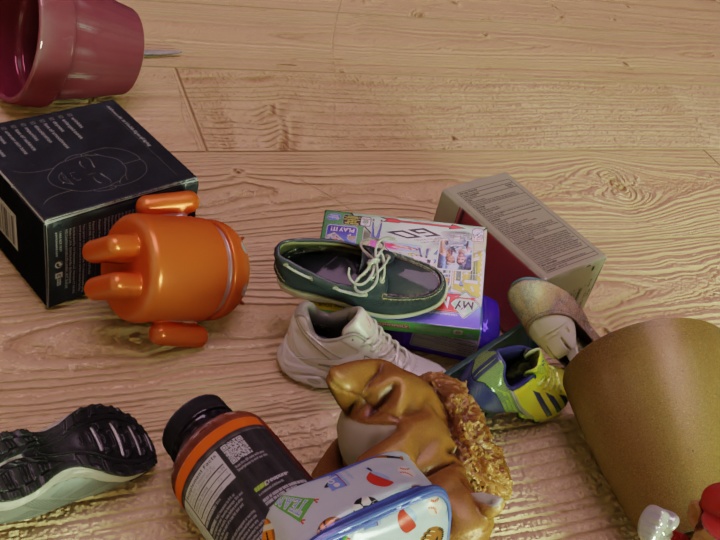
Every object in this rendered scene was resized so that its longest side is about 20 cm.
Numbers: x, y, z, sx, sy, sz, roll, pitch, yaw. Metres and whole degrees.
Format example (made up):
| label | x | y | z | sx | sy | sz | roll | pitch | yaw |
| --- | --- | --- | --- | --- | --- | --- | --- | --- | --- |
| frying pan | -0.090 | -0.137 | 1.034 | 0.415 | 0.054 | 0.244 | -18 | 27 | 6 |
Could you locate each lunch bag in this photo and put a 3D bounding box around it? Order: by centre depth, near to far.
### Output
| label | x | y | z | sx | sy | sz | roll | pitch | yaw |
| --- | --- | --- | --- | --- | --- | --- | --- | --- | --- |
| lunch bag | -0.010 | 0.250 | 0.699 | 0.158 | 0.204 | 0.075 | -15 | 32 | -34 |

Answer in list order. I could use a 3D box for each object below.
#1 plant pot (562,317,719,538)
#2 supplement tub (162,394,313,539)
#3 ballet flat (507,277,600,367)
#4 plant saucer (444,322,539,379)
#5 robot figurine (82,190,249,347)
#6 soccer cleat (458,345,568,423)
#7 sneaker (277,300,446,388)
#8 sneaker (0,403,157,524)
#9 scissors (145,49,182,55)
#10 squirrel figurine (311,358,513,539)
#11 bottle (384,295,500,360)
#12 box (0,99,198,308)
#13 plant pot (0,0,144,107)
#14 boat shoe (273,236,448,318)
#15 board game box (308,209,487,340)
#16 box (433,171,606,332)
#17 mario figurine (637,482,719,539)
| label | x | y | z | sx | sy | sz | roll | pitch | yaw |
| --- | --- | --- | --- | --- | --- | --- | --- | --- | --- |
| plant pot | 0.323 | 0.185 | 0.931 | 0.182 | 0.188 | 0.203 | 4 | 51 | -14 |
| supplement tub | -0.098 | 0.200 | 0.796 | 0.105 | 0.109 | 0.200 | -18 | 45 | -36 |
| ballet flat | 0.241 | 0.080 | 1.044 | 0.199 | 0.067 | 0.068 | 36 | 36 | -34 |
| plant saucer | 0.147 | 0.116 | 1.025 | 0.019 | 0.072 | 0.198 | 12 | 26 | 39 |
| robot figurine | -0.203 | -0.004 | 0.986 | 0.197 | 0.117 | 0.145 | 2 | 43 | -47 |
| soccer cleat | 0.187 | 0.120 | 0.989 | 0.198 | 0.084 | 0.065 | 7 | 40 | -46 |
| sneaker | 0.008 | 0.091 | 0.978 | 0.195 | 0.101 | 0.079 | 15 | 37 | -1 |
| sneaker | -0.269 | 0.175 | 0.798 | 0.198 | 0.079 | 0.075 | -3 | 55 | -50 |
| scissors | -0.392 | -0.359 | 1.469 | 0.198 | 0.014 | 0.073 | -24 | 50 | -38 |
| squirrel figurine | 0.073 | 0.184 | 0.845 | 0.197 | 0.144 | 0.186 | -7 | 34 | -38 |
| bottle | 0.067 | 0.054 | 1.074 | 0.195 | 0.066 | 0.085 | 13 | 42 | -4 |
| box | -0.328 | -0.088 | 1.061 | 0.194 | 0.126 | 0.199 | -23 | 51 | -38 |
| plant pot | -0.419 | -0.331 | 1.296 | 0.177 | 0.203 | 0.200 | 0 | 36 | -44 |
| boat shoe | 0.000 | 0.000 | 0.989 | 0.195 | 0.062 | 0.076 | 12 | 60 | 8 |
| board game box | 0.045 | 0.004 | 1.039 | 0.195 | 0.029 | 0.137 | 6 | 60 | 5 |
| box | 0.199 | -0.021 | 1.180 | 0.126 | 0.111 | 0.200 | -16 | 47 | -35 |
| mario figurine | 0.293 | 0.269 | 0.774 | 0.120 | 0.203 | 0.107 | 1 | 38 | -18 |
